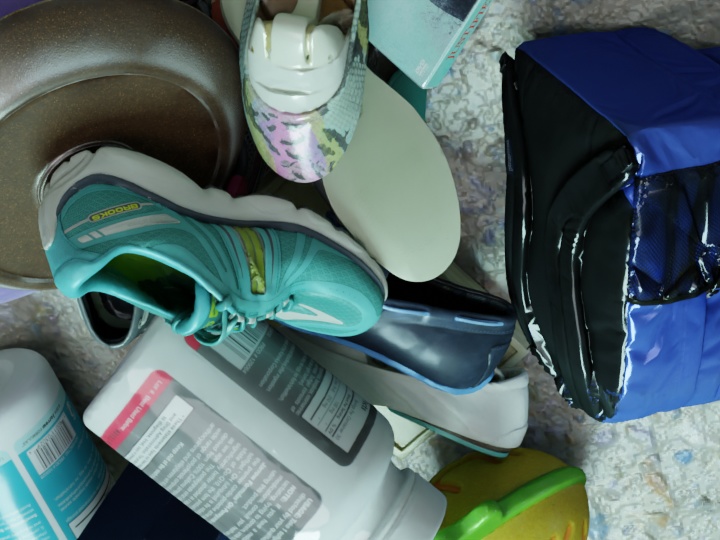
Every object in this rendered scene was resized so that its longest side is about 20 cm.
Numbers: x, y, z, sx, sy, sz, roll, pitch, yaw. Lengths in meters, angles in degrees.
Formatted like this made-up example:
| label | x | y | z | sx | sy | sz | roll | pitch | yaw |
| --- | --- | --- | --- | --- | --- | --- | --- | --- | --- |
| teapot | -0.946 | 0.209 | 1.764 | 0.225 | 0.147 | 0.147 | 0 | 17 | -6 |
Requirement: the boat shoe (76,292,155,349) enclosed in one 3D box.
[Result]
| label | x | y | z | sx | sy | sz | roll | pitch | yaw |
| --- | --- | --- | --- | --- | --- | --- | --- | --- | --- |
| boat shoe | -0.153 | -0.044 | 0.955 | 0.072 | 0.062 | 0.202 | 4 | 118 | 8 |

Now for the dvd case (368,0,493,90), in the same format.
| label | x | y | z | sx | sy | sz | roll | pitch | yaw |
| --- | --- | --- | --- | --- | --- | --- | --- | --- | --- |
| dvd case | 0.003 | -0.214 | 0.814 | 0.200 | 0.022 | 0.146 | 45 | 120 | 17 |

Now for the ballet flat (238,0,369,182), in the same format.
| label | x | y | z | sx | sy | sz | roll | pitch | yaw |
| --- | --- | --- | --- | --- | --- | --- | --- | --- | --- |
| ballet flat | -0.024 | -0.144 | 0.772 | 0.068 | 0.071 | 0.202 | 10 | 96 | 3 |

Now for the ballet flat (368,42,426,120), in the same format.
| label | x | y | z | sx | sy | sz | roll | pitch | yaw |
| --- | --- | --- | --- | --- | --- | --- | --- | --- | --- |
| ballet flat | 0.008 | -0.131 | 0.896 | 0.071 | 0.072 | 0.202 | 8 | 119 | 2 |

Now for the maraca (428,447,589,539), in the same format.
| label | x | y | z | sx | sy | sz | roll | pitch | yaw |
| --- | --- | --- | --- | --- | --- | --- | --- | --- | --- |
| maraca | 0.078 | 0.172 | 0.989 | 0.137 | 0.199 | 0.107 | -47 | 68 | 23 |

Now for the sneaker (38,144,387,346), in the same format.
| label | x | y | z | sx | sy | sz | roll | pitch | yaw |
| --- | --- | --- | --- | --- | --- | --- | --- | --- | --- |
| sneaker | -0.075 | 0.006 | 0.796 | 0.199 | 0.080 | 0.078 | 16 | 137 | -30 |

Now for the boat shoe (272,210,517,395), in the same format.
| label | x | y | z | sx | sy | sz | roll | pitch | yaw |
| --- | --- | --- | --- | --- | --- | --- | --- | --- | --- |
| boat shoe | 0.000 | 0.000 | 0.905 | 0.199 | 0.084 | 0.069 | 22 | 122 | -19 |

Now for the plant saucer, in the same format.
| label | x | y | z | sx | sy | sz | roll | pitch | yaw |
| --- | --- | --- | --- | --- | --- | --- | --- | --- | --- |
| plant saucer | -0.144 | -0.055 | 0.797 | 0.199 | 0.032 | 0.201 | -20 | 145 | -15 |

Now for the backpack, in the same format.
| label | x | y | z | sx | sy | sz | roll | pitch | yaw |
| --- | --- | --- | --- | --- | --- | --- | --- | --- | --- |
| backpack | 0.173 | -0.018 | 0.876 | 0.166 | 0.163 | 0.202 | -6 | 118 | -13 |

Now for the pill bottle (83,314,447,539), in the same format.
| label | x | y | z | sx | sy | sz | roll | pitch | yaw |
| --- | --- | --- | --- | --- | --- | --- | --- | --- | --- |
| pill bottle | -0.051 | 0.102 | 0.885 | 0.200 | 0.111 | 0.111 | 39 | 117 | -5 |

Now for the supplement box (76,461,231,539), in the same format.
| label | x | y | z | sx | sy | sz | roll | pitch | yaw |
| --- | --- | --- | --- | --- | --- | --- | --- | --- | --- |
| supplement box | -0.077 | 0.226 | 1.004 | 0.133 | 0.200 | 0.201 | -14 | 118 | 33 |

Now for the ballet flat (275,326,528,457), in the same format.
| label | x | y | z | sx | sy | sz | roll | pitch | yaw |
| --- | --- | --- | --- | --- | --- | --- | --- | --- | --- |
| ballet flat | 0.015 | 0.059 | 0.969 | 0.198 | 0.070 | 0.070 | 17 | 120 | -7 |

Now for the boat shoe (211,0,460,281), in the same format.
| label | x | y | z | sx | sy | sz | roll | pitch | yaw |
| --- | --- | --- | --- | --- | --- | --- | --- | --- | --- |
| boat shoe | -0.015 | -0.082 | 0.851 | 0.071 | 0.063 | 0.201 | -38 | 98 | -13 |

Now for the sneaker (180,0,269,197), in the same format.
| label | x | y | z | sx | sy | sz | roll | pitch | yaw |
| --- | --- | --- | --- | --- | --- | --- | --- | --- | --- |
| sneaker | -0.093 | -0.128 | 0.895 | 0.080 | 0.075 | 0.201 | -12 | 116 | 13 |

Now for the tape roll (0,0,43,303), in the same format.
| label | x | y | z | sx | sy | sz | roll | pitch | yaw |
| --- | --- | --- | --- | --- | --- | --- | --- | --- | --- |
| tape roll | -0.210 | -0.076 | 0.821 | 0.198 | 0.085 | 0.201 | -20 | 144 | -15 |

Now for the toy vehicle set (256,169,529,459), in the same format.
| label | x | y | z | sx | sy | sz | roll | pitch | yaw |
| --- | --- | --- | --- | --- | --- | --- | --- | --- | --- |
| toy vehicle set | -0.002 | 0.021 | 0.995 | 0.200 | 0.027 | 0.124 | 41 | 115 | -16 |

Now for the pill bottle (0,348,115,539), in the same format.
| label | x | y | z | sx | sy | sz | roll | pitch | yaw |
| --- | --- | --- | --- | --- | --- | --- | --- | --- | --- |
| pill bottle | -0.221 | 0.162 | 1.050 | 0.110 | 0.111 | 0.201 | -16 | 115 | 15 |
